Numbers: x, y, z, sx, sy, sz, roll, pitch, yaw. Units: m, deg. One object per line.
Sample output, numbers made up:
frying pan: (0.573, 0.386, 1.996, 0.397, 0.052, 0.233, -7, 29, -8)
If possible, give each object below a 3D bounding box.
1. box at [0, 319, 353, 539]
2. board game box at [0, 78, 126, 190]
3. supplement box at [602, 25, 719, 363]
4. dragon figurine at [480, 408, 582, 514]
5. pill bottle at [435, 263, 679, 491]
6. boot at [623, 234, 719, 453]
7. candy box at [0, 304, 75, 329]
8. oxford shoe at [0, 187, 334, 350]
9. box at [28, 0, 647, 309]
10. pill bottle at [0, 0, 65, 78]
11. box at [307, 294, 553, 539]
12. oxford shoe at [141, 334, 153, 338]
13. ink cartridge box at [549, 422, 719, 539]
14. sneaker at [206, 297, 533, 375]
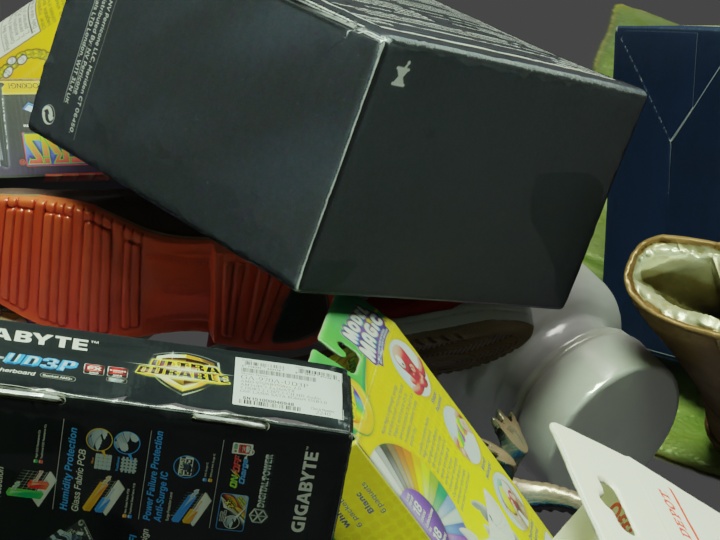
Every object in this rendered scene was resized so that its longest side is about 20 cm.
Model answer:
box: (-0.096, 0.121, 0.759, 0.158, 0.200, 0.046, 8, 27, -6)
board game box: (-0.204, -0.040, 1.089, 0.165, 0.057, 0.200, -2, -16, -28)
supplement box: (0.269, -0.047, 1.240, 0.199, 0.201, 0.134, -1, 8, -26)
dragon figurine: (0.031, 0.110, 1.003, 0.200, 0.100, 0.059, 30, 22, -6)
pill bottle: (0.077, 0.032, 1.117, 0.114, 0.115, 0.200, -8, 38, -36)
boot: (0.235, 0.064, 1.051, 0.175, 0.066, 0.200, 13, -22, 26)
candy box: (-0.191, 0.081, 0.956, 0.167, 0.072, 0.200, 1, 26, -23)
oxford shoe: (-0.107, -0.009, 1.011, 0.199, 0.071, 0.073, 12, 30, -2)
box: (-0.012, -0.074, 0.960, 0.198, 0.124, 0.200, 29, 16, 39)
pill bottle: (-0.172, -0.110, 1.223, 0.200, 0.113, 0.113, -31, 22, 12)
box: (0.031, 0.110, 0.873, 0.048, 0.200, 0.117, -29, 15, 19)
oxford shoe: (-0.060, -0.011, 1.167, 0.200, 0.070, 0.075, -39, 88, -18)
ink cartridge box: (0.148, 0.156, 0.854, 0.200, 0.068, 0.117, 32, 17, -22)
sneaker: (0.000, 0.000, 1.068, 0.200, 0.113, 0.071, -10, -21, 33)
